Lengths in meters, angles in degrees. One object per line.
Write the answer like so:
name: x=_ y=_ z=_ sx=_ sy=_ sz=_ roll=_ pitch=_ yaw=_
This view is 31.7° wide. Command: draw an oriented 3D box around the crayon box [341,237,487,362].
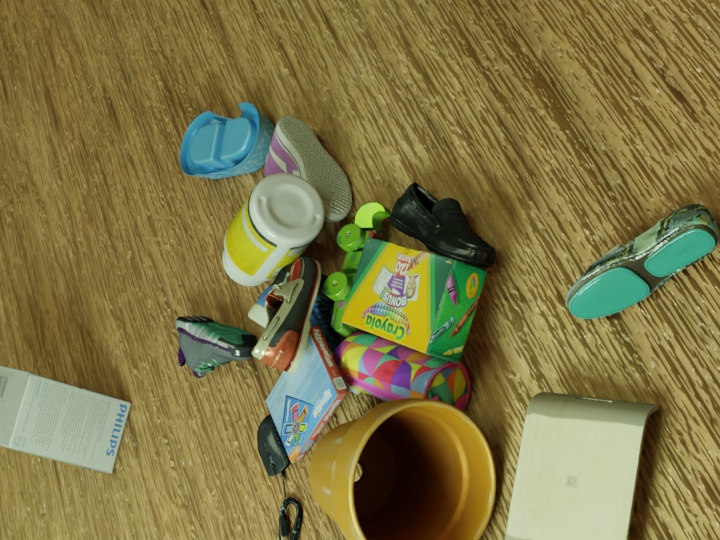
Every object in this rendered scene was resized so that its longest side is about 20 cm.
crayon box: x=0.064 y=0.034 z=1.601 sx=0.200 sy=0.058 sz=0.119 roll=16 pitch=89 yaw=56

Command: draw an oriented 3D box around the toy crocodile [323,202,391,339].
toy crocodile: x=0.000 y=0.000 z=1.727 sx=0.062 sy=0.068 sz=0.201 roll=-7 pitch=55 yaw=34

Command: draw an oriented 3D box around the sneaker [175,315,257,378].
sneaker: x=-0.219 y=0.128 z=1.931 sx=0.200 sy=0.074 sz=0.088 roll=17 pitch=103 yaw=55

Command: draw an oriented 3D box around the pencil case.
pencil case: x=0.048 y=0.137 z=1.628 sx=0.200 sy=0.088 sz=0.089 roll=10 pitch=81 yaw=48

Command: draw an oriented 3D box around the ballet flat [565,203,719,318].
ballet flat: x=0.318 y=-0.012 z=1.433 sx=0.200 sy=0.074 sz=0.075 roll=-31 pitch=54 yaw=32

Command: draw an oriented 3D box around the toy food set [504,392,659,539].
toy food set: x=0.248 y=0.239 z=1.409 sx=0.143 sy=0.060 sz=0.201 roll=4 pitch=78 yaw=35

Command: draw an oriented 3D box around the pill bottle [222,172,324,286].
pill bottle: x=-0.134 y=-0.051 z=1.837 sx=0.200 sy=0.111 sz=0.112 roll=134 pitch=138 yaw=-57

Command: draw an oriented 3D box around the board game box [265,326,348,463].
board game box: x=-0.075 y=0.171 z=1.712 sx=0.103 sy=0.019 sz=0.200 roll=66 pitch=147 yaw=25

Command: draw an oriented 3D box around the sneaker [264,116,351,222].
sneaker: x=-0.082 y=-0.123 z=1.892 sx=0.201 sy=0.072 sz=0.115 roll=61 pitch=138 yaw=35

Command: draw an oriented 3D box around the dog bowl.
dog bowl: x=-0.214 y=-0.205 z=2.061 sx=0.199 sy=0.049 sz=0.112 roll=-5 pitch=71 yaw=44

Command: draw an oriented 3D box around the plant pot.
plant pot: x=0.032 y=0.253 z=1.535 sx=0.183 sy=0.199 sz=0.201 roll=-6 pitch=69 yaw=61

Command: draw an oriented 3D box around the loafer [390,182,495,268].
loafer: x=0.109 y=-0.060 z=1.654 sx=0.200 sy=0.068 sz=0.071 roll=35 pitch=108 yaw=51

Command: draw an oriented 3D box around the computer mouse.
computer mouse: x=-0.117 y=0.292 z=1.772 sx=0.059 sy=0.034 sz=0.201 roll=-34 pitch=53 yaw=31

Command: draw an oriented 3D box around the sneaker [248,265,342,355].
sneaker: x=-0.059 y=0.063 z=1.771 sx=0.200 sy=0.077 sz=0.111 roll=29 pitch=84 yaw=37

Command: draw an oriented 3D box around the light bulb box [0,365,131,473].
light bulb box: x=-0.522 y=0.241 z=2.087 sx=0.198 sy=0.200 sz=0.125 roll=5 pitch=76 yaw=47

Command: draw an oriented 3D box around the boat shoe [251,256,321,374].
boat shoe: x=-0.097 y=0.050 z=1.677 sx=0.201 sy=0.062 sz=0.071 roll=-80 pitch=15 yaw=-45
